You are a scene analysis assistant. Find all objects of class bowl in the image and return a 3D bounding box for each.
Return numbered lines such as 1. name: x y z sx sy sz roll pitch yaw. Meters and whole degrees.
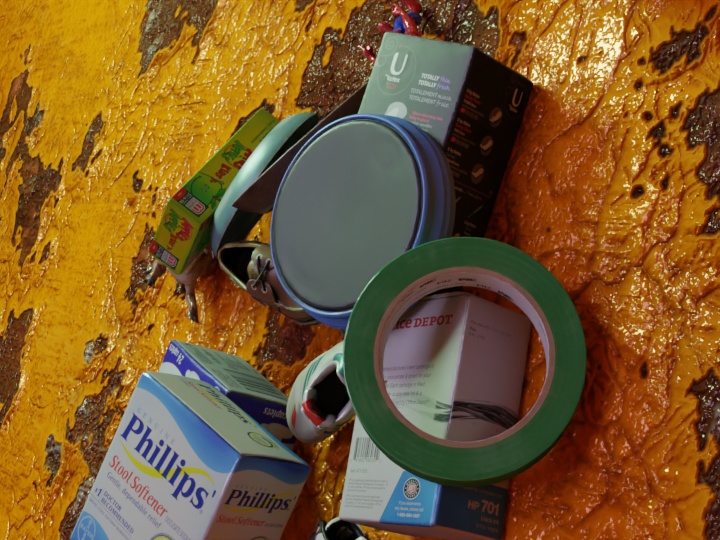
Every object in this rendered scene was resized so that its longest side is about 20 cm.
1. bowl: -0.004 -0.047 1.265 0.199 0.039 0.203 -12 70 38

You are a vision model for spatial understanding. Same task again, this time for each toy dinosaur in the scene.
1. toy dinosaur: -0.207 -0.026 1.760 0.136 0.085 0.200 -55 17 7

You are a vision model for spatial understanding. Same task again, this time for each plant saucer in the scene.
1. plant saucer: -0.115 -0.102 1.585 0.201 0.027 0.200 -55 -3 -4
2. plant saucer: -0.048 -0.121 1.424 0.200 0.035 0.200 -41 5 4

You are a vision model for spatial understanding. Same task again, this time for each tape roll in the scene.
1. tape roll: 0.085 0.075 1.143 0.048 0.198 0.203 75 -156 -75

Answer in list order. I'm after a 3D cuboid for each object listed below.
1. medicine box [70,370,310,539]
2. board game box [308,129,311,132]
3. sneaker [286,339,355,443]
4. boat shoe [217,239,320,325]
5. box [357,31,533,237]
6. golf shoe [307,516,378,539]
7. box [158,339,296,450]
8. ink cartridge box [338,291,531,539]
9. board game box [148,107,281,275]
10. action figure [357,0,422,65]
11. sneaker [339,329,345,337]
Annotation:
1. medicine box: -0.172 0.233 1.380 0.182 0.102 0.202 32 102 42
2. board game box: -0.021 -0.062 1.512 0.152 0.045 0.202 -5 71 57
3. sneaker: -0.038 0.125 1.365 0.070 0.093 0.200 49 137 4
4. boat shoe: -0.092 0.011 1.480 0.199 0.067 0.073 16 90 59
5. box: 0.064 -0.110 1.323 0.122 0.106 0.202 19 90 42
6. golf shoe: -0.026 0.275 1.306 0.200 0.077 0.096 4 77 65
7. box: -0.174 0.206 1.557 0.184 0.104 0.202 30 100 59
8. ink cartridge box: 0.065 0.132 1.236 0.146 0.085 0.202 -10 65 55
9. board game box: -0.163 -0.094 1.622 0.200 0.047 0.102 -51 -5 -41
10. action figure: 0.036 -0.241 1.445 0.066 0.051 0.200 -52 14 21
11. sneaker: 0.000 0.000 1.387 0.070 0.075 0.201 -33 88 42
